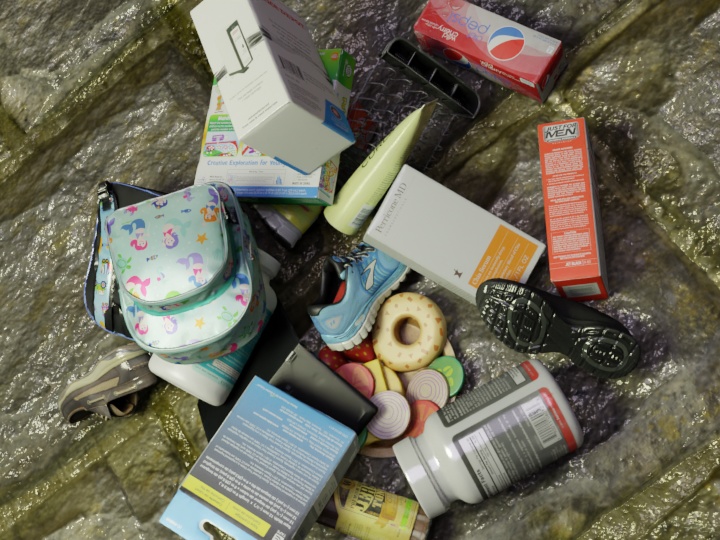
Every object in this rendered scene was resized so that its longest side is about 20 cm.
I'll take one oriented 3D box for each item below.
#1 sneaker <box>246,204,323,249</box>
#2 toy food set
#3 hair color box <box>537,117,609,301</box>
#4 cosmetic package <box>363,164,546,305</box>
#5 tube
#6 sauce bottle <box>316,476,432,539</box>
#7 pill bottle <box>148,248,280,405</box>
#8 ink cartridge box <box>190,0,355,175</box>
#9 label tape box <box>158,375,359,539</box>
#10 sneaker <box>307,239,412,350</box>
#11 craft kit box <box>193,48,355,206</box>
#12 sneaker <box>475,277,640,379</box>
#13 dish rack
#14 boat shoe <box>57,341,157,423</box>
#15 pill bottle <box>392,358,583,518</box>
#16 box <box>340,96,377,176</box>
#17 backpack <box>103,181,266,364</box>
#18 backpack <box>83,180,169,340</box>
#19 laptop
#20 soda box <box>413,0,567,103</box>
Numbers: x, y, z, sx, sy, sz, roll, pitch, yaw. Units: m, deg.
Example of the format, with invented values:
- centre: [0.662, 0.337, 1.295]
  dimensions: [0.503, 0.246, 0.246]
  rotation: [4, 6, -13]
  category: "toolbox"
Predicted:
- centre: [-0.126, -0.123, 1.428]
  dimensions: [0.090, 0.078, 0.200]
  rotation: [-39, 70, -5]
  category: "sneaker"
- centre: [0.032, 0.138, 1.297]
  dimensions: [0.199, 0.049, 0.199]
  rotation: [-22, 68, 12]
  category: "toy food set"
- centre: [0.259, -0.071, 1.253]
  dimensions: [0.061, 0.102, 0.201]
  rotation: [-7, 70, 17]
  category: "hair color box"
- centre: [0.114, -0.035, 1.267]
  dimensions: [0.199, 0.071, 0.102]
  rotation: [29, 84, -1]
  category: "cosmetic package"
- centre: [0.029, -0.134, 1.289]
  dimensions: [0.200, 0.052, 0.058]
  rotation: [-51, 38, 23]
  category: "tube"
- centre: [-0.014, 0.282, 1.228]
  dimensions: [0.199, 0.065, 0.065]
  rotation: [17, 79, 3]
  category: "sauce bottle"
- centre: [-0.179, 0.064, 1.328]
  dimensions: [0.110, 0.111, 0.201]
  rotation: [23, 77, 24]
  category: "pill bottle"
- centre: [-0.105, -0.233, 1.235]
  dimensions: [0.084, 0.146, 0.201]
  rotation: [-33, 62, 21]
  category: "ink cartridge box"
- centre: [-0.113, 0.243, 1.183]
  dimensions: [0.143, 0.066, 0.200]
  rotation: [27, 70, 16]
  category: "label tape box"
- centre: [0.000, 0.000, 1.303]
  dimensions: [0.078, 0.090, 0.200]
  rotation: [-2, 50, 47]
  category: "sneaker"
- centre: [-0.114, -0.184, 1.336]
  dimensions: [0.199, 0.048, 0.199]
  rotation: [4, 82, 29]
  category: "craft kit box"
- centre: [0.228, 0.062, 1.212]
  dimensions: [0.199, 0.091, 0.076]
  rotation: [25, 110, 2]
  category: "sneaker"
- centre: [0.049, -0.181, 1.344]
  dimensions: [0.201, 0.153, 0.055]
  rotation: [-61, 22, -5]
  category: "dish rack"
- centre: [-0.339, 0.167, 1.378]
  dimensions: [0.200, 0.074, 0.074]
  rotation: [-39, 76, 40]
  category: "boat shoe"
- centre: [0.145, 0.196, 1.189]
  dimensions: [0.199, 0.116, 0.116]
  rotation: [-28, 66, 1]
  category: "pill bottle"
- centre: [-0.091, -0.205, 1.421]
  dimensions: [0.199, 0.095, 0.100]
  rotation: [24, 84, 24]
  category: "box"
- centre: [-0.205, 0.005, 1.221]
  dimensions: [0.177, 0.151, 0.201]
  rotation: [-16, 75, 2]
  category: "backpack"
- centre: [-0.279, -0.006, 1.406]
  dimensions: [0.182, 0.134, 0.201]
  rotation: [14, 92, 24]
  category: "backpack"
- centre: [-0.100, 0.174, 1.320]
  dimensions: [0.200, 0.116, 0.188]
  rotation: [39, 100, 6]
  category: "laptop"
- centre: [0.172, -0.300, 1.376]
  dimensions: [0.200, 0.063, 0.070]
  rotation: [30, 85, 24]
  category: "soda box"
